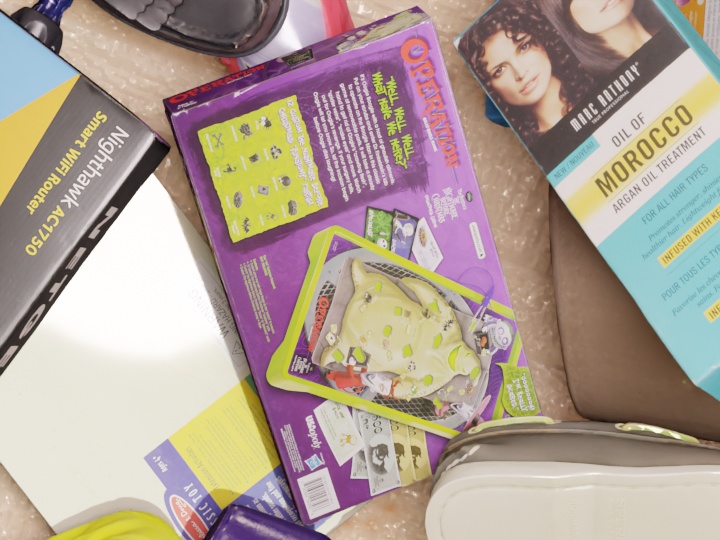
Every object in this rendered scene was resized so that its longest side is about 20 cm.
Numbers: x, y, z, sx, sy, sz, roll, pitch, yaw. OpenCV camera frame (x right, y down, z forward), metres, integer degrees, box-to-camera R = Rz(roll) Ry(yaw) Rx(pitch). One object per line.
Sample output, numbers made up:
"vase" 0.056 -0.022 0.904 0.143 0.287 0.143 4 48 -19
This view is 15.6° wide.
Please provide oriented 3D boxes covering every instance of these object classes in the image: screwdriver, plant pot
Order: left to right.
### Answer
"screwdriver" -0.116 -0.142 1.163 0.201 0.028 0.029 -54 129 -10
"plant pot" 0.174 0.004 1.144 0.173 0.200 0.202 -6 94 8

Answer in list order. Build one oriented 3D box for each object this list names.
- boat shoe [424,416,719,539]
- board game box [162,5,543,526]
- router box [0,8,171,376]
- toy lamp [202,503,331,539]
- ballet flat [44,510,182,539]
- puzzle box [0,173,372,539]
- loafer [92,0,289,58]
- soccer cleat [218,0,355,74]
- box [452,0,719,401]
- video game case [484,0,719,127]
"boat shoe" 0.129 0.100 1.121 0.200 0.060 0.073 5 118 3
"board game box" 0.000 0.000 1.129 0.119 0.032 0.201 -18 113 -5
"router box" -0.198 -0.020 1.113 0.149 0.051 0.201 37 91 5
"toy lamp" 0.016 0.171 1.146 0.199 0.058 0.058 35 87 -4
"ballet flat" -0.167 0.158 1.125 0.199 0.067 0.067 -24 97 3
"puzzle box" -0.098 0.059 1.170 0.133 0.025 0.201 -37 98 -6
"loafer" -0.120 -0.158 1.113 0.200 0.063 0.072 39 104 8
"soccer cleat" -0.034 -0.096 1.161 0.076 0.067 0.202 -12 98 15
"box" 0.123 -0.045 1.063 0.082 0.049 0.201 -42 56 13
"video game case" 0.146 -0.139 1.122 0.018 0.199 0.144 22 70 -52
